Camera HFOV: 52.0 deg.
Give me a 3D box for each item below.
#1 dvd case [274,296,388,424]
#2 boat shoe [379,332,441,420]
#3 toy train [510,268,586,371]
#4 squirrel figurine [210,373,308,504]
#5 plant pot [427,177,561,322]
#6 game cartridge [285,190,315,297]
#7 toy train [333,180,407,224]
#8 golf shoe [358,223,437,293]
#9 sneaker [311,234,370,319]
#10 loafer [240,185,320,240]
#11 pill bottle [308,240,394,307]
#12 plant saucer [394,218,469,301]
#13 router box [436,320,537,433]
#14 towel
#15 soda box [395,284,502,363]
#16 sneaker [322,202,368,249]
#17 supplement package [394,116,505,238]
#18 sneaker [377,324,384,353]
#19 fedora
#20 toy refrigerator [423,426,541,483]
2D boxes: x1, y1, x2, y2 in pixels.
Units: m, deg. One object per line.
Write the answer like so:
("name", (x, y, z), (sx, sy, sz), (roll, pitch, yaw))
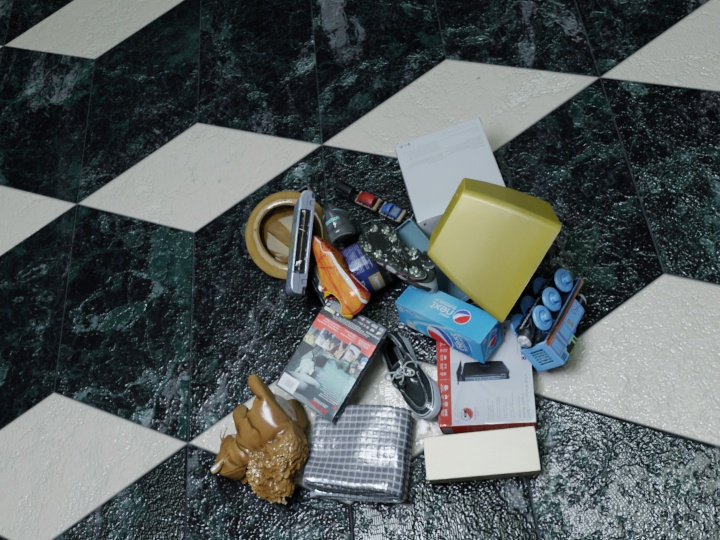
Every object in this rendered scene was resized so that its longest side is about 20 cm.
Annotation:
("dvd case", (-0.055, 0.167, 1.405), (0.145, 0.022, 0.202), (26, 77, 26))
("boat shoe", (0.086, 0.193, 1.396), (0.073, 0.068, 0.201), (-41, 46, 22))
("toy train", (0.355, 0.086, 1.367), (0.114, 0.086, 0.200), (48, 53, -10))
("squirrel figurine", (-0.190, 0.336, 1.377), (0.187, 0.141, 0.201), (-43, 48, 7))
("plant pot", (0.231, -0.061, 1.356), (0.175, 0.200, 0.202), (29, 108, -1))
("game cartridge", (-0.122, -0.050, 1.487), (0.040, 0.133, 0.204), (6, 83, -6))
("toy train", (0.020, -0.154, 1.636), (0.198, 0.046, 0.034), (28, 73, 27))
("golf shoe", (0.070, -0.019, 1.425), (0.077, 0.088, 0.199), (-43, 48, -10))
("sneaker", (-0.057, 0.007, 1.431), (0.077, 0.073, 0.201), (-44, 52, 15))
("loafer", (-0.189, -0.134, 1.676), (0.198, 0.063, 0.072), (-27, 58, 1))
("pill bottle", (0.000, 0.000, 1.522), (0.198, 0.112, 0.113), (-28, 59, 0))
("plant saucer", (0.144, -0.015, 1.463), (0.200, 0.070, 0.019), (48, 43, -7))
("router box", (0.234, 0.197, 1.386), (0.176, 0.049, 0.203), (-6, 61, 13))
("towel", (-0.005, 0.333, 1.362), (0.197, 0.086, 0.168), (0, 62, 16))
("soda box", (0.165, 0.094, 1.391), (0.198, 0.065, 0.068), (24, 58, 35))
("sneaker", (-0.027, -0.094, 1.529), (0.075, 0.200, 0.080), (-29, 79, 10))
("supplement package", (0.193, -0.172, 1.536), (0.188, 0.148, 0.203), (-17, 59, 6))
("sneaker", (-0.038, 0.160, 1.443), (0.198, 0.073, 0.072), (-31, 36, 18))
("fedora", (-0.152, -0.070, 1.609), (0.197, 0.082, 0.204), (-2, 77, 7))
("toy refrigerator", (0.216, 0.329, 1.311), (0.197, 0.070, 0.077), (-9, 67, 12))
